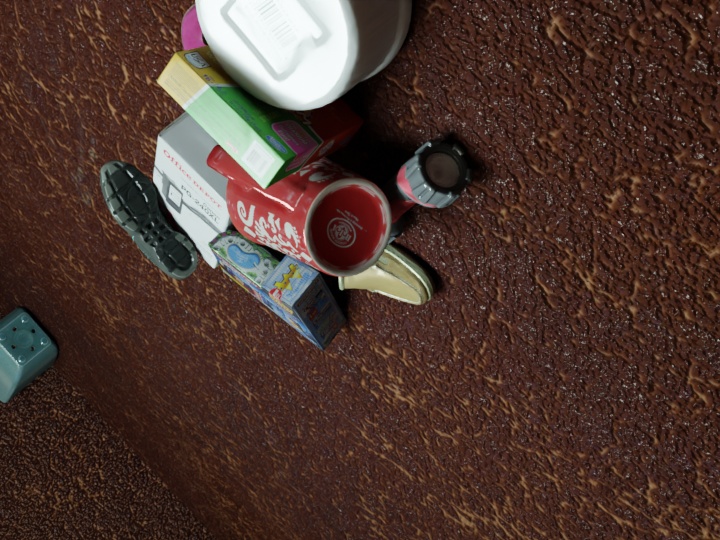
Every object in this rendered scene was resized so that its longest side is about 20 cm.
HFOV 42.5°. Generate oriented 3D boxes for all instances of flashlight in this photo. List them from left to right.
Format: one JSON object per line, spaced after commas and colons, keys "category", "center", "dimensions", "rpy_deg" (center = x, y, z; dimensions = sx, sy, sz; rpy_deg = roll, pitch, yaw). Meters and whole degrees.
{"category": "flashlight", "center": [0.053, -0.077, 1.030], "dimensions": [0.067, 0.069, 0.200], "rpy_deg": [9, 160, -17]}

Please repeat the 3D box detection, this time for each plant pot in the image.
{"category": "plant pot", "center": [-0.977, 0.222, 2.625], "dimensions": [0.196, 0.196, 0.200], "rpy_deg": [50, 142, -7]}

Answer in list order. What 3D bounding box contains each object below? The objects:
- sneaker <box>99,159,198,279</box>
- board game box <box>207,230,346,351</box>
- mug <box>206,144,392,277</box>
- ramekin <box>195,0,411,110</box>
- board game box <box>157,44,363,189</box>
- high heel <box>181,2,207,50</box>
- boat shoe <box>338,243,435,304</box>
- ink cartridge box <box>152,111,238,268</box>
{"category": "sneaker", "center": [-0.318, -0.069, 1.345], "dimensions": [0.079, 0.075, 0.201], "rpy_deg": [5, 131, 56]}
{"category": "board game box", "center": [-0.112, 0.015, 1.283], "dimensions": [0.199, 0.062, 0.200], "rpy_deg": [38, 168, 6]}
{"category": "mug", "center": [-0.076, -0.068, 1.046], "dimensions": [0.200, 0.176, 0.135], "rpy_deg": [30, 119, 57]}
{"category": "ramekin", "center": [-0.060, -0.252, 0.877], "dimensions": [0.199, 0.098, 0.202], "rpy_deg": [19, 133, 21]}
{"category": "board game box", "center": [-0.097, -0.175, 0.972], "dimensions": [0.153, 0.200, 0.040], "rpy_deg": [44, 120, 2]}
{"category": "high heel", "center": [-0.139, -0.275, 1.035], "dimensions": [0.096, 0.067, 0.200], "rpy_deg": [53, 139, 9]}
{"category": "boat shoe", "center": [0.000, 0.000, 1.177], "dimensions": [0.199, 0.076, 0.072], "rpy_deg": [27, 146, 31]}
{"category": "ink cartridge box", "center": [-0.218, -0.115, 1.312], "dimensions": [0.145, 0.083, 0.200], "rpy_deg": [43, 152, 7]}
